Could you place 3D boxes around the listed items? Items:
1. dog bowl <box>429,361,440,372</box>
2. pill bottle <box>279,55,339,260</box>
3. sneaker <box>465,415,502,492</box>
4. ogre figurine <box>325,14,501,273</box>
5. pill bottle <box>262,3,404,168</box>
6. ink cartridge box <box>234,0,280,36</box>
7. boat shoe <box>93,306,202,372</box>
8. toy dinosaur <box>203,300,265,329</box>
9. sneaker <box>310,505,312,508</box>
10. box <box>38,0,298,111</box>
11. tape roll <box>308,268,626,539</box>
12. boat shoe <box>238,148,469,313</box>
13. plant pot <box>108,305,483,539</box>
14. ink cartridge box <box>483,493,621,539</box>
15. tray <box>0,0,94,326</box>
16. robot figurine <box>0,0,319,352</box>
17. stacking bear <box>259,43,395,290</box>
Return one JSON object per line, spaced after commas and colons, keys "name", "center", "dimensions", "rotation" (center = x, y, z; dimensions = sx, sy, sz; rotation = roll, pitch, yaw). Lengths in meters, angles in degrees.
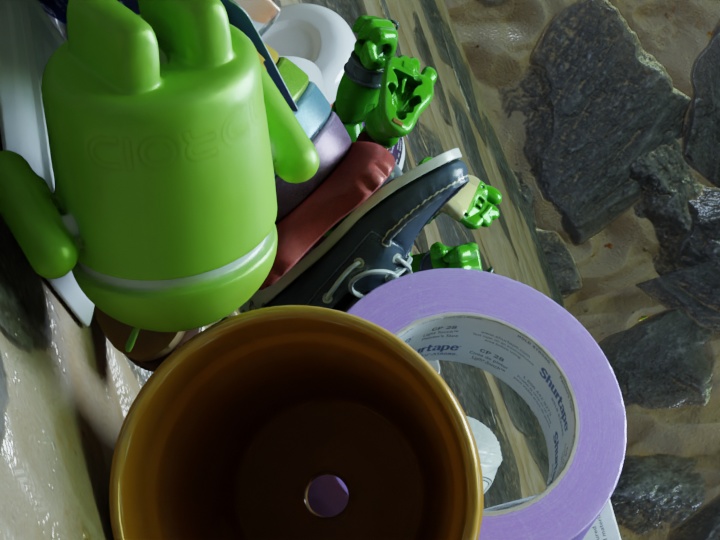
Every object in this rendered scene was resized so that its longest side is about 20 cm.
{"name": "dog bowl", "center": [0.012, 0.056, 2.072], "dimensions": [0.200, 0.058, 0.201], "rotation": [-19, 90, -82]}
{"name": "pill bottle", "center": [-0.052, -0.043, 1.935], "dimensions": [0.114, 0.114, 0.201], "rotation": [52, 22, -66]}
{"name": "sneaker", "center": [0.037, 0.147, 1.831], "dimensions": [0.072, 0.073, 0.200], "rotation": [38, 19, 17]}
{"name": "ogre figurine", "center": [0.018, -0.060, 1.836], "dimensions": [0.098, 0.120, 0.200], "rotation": [-31, 83, -41]}
{"name": "pill bottle", "center": [-0.031, -0.118, 2.214], "dimensions": [0.200, 0.112, 0.113], "rotation": [61, 15, -51]}
{"name": "ink cartridge box", "center": [-0.145, -0.223, 1.586], "dimensions": [0.200, 0.050, 0.162], "rotation": [49, -2, -29]}
{"name": "boat shoe", "center": [-0.124, -0.024, 1.593], "dimensions": [0.070, 0.070, 0.201], "rotation": [52, 21, -55]}
{"name": "toy dinosaur", "center": [-0.108, 0.026, 1.710], "dimensions": [0.101, 0.058, 0.201], "rotation": [15, 50, -62]}
{"name": "sneaker", "center": [-0.065, 0.151, 1.703], "dimensions": [0.083, 0.072, 0.200], "rotation": [47, 15, -19]}
{"name": "box", "center": [-0.131, -0.151, 1.532], "dimensions": [0.199, 0.032, 0.121], "rotation": [31, -15, 26]}
{"name": "tape roll", "center": [0.062, 0.101, 1.683], "dimensions": [0.066, 0.199, 0.201], "rotation": [111, -30, -59]}
{"name": "boat shoe", "center": [0.000, 0.000, 1.746], "dimensions": [0.062, 0.200, 0.075], "rotation": [54, 14, 13]}
{"name": "plant pot", "center": [-0.026, 0.127, 1.521], "dimensions": [0.183, 0.199, 0.201], "rotation": [42, 32, -81]}
{"name": "ink cartridge box", "center": [0.060, 0.206, 1.767], "dimensions": [0.145, 0.199, 0.085], "rotation": [146, -72, -77]}
{"name": "tray", "center": [-0.177, -0.077, 1.532], "dimensions": [0.107, 0.022, 0.201], "rotation": [58, 17, -56]}
{"name": "robot figurine", "center": [-0.104, -0.055, 1.425], "dimensions": [0.116, 0.175, 0.201], "rotation": [34, -41, 46]}
{"name": "stacking bear", "center": [-0.089, -0.106, 1.740], "dimensions": [0.200, 0.121, 0.114], "rotation": [47, 8, -10]}
